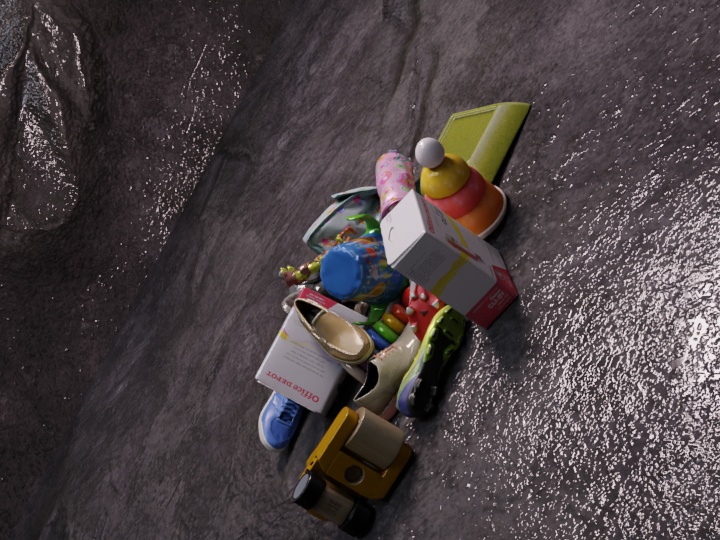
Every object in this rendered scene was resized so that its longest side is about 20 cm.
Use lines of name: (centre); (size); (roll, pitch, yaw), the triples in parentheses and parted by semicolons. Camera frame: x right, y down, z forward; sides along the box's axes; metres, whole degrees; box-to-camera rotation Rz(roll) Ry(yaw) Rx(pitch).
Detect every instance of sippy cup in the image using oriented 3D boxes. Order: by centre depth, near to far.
sippy cup: (0.000, 0.000, 1.696); (0.140, 0.130, 0.178); (-43, 71, 30)

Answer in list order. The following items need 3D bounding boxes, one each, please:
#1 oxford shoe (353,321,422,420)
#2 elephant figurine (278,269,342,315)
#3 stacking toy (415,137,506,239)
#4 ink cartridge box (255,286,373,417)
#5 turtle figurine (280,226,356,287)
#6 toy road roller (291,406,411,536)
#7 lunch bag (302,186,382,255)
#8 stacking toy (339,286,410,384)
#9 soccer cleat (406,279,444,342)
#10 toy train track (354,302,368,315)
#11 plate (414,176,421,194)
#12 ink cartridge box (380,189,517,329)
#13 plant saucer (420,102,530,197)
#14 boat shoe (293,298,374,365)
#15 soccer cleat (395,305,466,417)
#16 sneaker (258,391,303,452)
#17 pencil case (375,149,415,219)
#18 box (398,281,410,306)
oxford shoe: (0.058, 0.154, 1.609); (0.071, 0.074, 0.200); (-5, 55, 63)
elephant figurine: (-0.095, 0.087, 1.910); (0.155, 0.141, 0.200); (-27, 33, 41)
stacking toy: (0.151, -0.152, 1.616); (0.146, 0.200, 0.146); (-21, 39, 18)
ink cartridge box: (-0.085, 0.154, 1.788); (0.200, 0.147, 0.086); (-62, -13, -8)
turtle figurine: (-0.068, -0.020, 1.860); (0.161, 0.065, 0.200); (-26, 12, 14)
toy road roller: (-0.022, 0.310, 1.525); (0.200, 0.123, 0.146); (-57, 12, 5)
lunch bag: (-0.024, -0.107, 2.025); (0.200, 0.122, 0.170); (-49, 7, -1)
stacking toy: (0.053, 0.108, 1.679); (0.200, 0.085, 0.085); (-53, 23, 3)
soccer cleat: (0.115, 0.026, 1.617); (0.068, 0.085, 0.201); (-14, 75, 24)
toy train track: (0.027, 0.000, 1.911); (0.115, 0.032, 0.200); (-16, 46, 58)
plate: (0.126, -0.138, 1.881); (0.200, 0.026, 0.200); (-39, 29, 26)
ink cartridge box: (0.138, -0.019, 1.505); (0.083, 0.200, 0.145); (-48, 25, 21)
plant saucer: (0.203, -0.239, 1.802); (0.200, 0.048, 0.200); (-2, 54, 56)
boat shoe: (-0.056, 0.103, 1.667); (0.200, 0.076, 0.072); (25, 72, 47)
soccer cleat: (0.108, 0.143, 1.537); (0.084, 0.065, 0.201); (-12, 50, 62)
sneaker: (-0.134, 0.254, 1.862); (0.111, 0.077, 0.200); (-46, 18, 47)
pencil case: (0.075, -0.157, 1.867); (0.087, 0.087, 0.200); (-46, 25, 25)
box: (0.127, -0.012, 1.736); (0.200, 0.032, 0.121); (-40, 29, 38)
